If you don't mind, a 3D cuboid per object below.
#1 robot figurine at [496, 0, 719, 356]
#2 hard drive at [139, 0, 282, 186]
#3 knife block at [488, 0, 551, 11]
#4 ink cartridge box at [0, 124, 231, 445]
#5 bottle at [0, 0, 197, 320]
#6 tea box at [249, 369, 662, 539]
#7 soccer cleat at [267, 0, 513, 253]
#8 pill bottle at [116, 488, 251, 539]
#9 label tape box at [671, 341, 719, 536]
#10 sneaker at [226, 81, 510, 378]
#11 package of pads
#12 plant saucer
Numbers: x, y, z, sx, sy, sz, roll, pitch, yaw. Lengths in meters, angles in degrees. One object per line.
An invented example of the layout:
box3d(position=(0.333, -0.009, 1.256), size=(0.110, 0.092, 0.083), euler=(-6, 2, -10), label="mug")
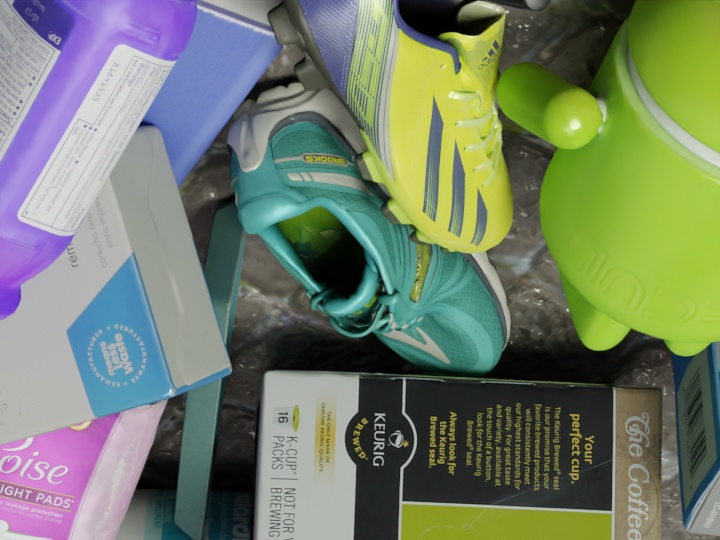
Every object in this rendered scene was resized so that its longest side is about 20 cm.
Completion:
box3d(position=(0.147, -0.050, 1.004), size=(0.175, 0.116, 0.200), euler=(5, 140, -17), label="robot figurine")
box3d(position=(-0.133, -0.070, 1.056), size=(0.132, 0.025, 0.200), euler=(19, 138, -21), label="hard drive")
box3d(position=(0.001, -0.135, 0.854), size=(0.200, 0.176, 0.064), euler=(-29, 132, 32), label="knife block")
box3d(position=(-0.171, 0.020, 1.049), size=(0.200, 0.116, 0.068), euler=(-17, -179, 21), label="ink cartridge box")
box3d(position=(-0.140, -0.042, 0.952), size=(0.065, 0.084, 0.200), euler=(21, 108, -36), label="bottle")
box3d(position=(0.042, 0.159, 1.176), size=(0.196, 0.200, 0.134), euler=(3, 168, -2), label="tea box")
box3d(position=(0.033, -0.075, 1.020), size=(0.084, 0.065, 0.200), euler=(-21, 138, 15), label="soccer cleat")
box3d(position=(-0.040, 0.174, 1.294), size=(0.200, 0.111, 0.111), euler=(2, 141, -3), label="pill bottle")
box3d(position=(0.248, 0.056, 1.115), size=(0.200, 0.143, 0.066), euler=(6, 142, -6), label="label tape box")
box3d(position=(0.000, 0.000, 1.100), size=(0.077, 0.080, 0.200), euler=(-22, 137, 26), label="sneaker")
box3d(position=(-0.178, 0.112, 1.183), size=(0.120, 0.076, 0.200), euler=(15, 116, -15), label="package of pads")
box3d(position=(-0.074, 0.051, 1.172), size=(0.019, 0.070, 0.200), euler=(9, 141, -2), label="plant saucer")
